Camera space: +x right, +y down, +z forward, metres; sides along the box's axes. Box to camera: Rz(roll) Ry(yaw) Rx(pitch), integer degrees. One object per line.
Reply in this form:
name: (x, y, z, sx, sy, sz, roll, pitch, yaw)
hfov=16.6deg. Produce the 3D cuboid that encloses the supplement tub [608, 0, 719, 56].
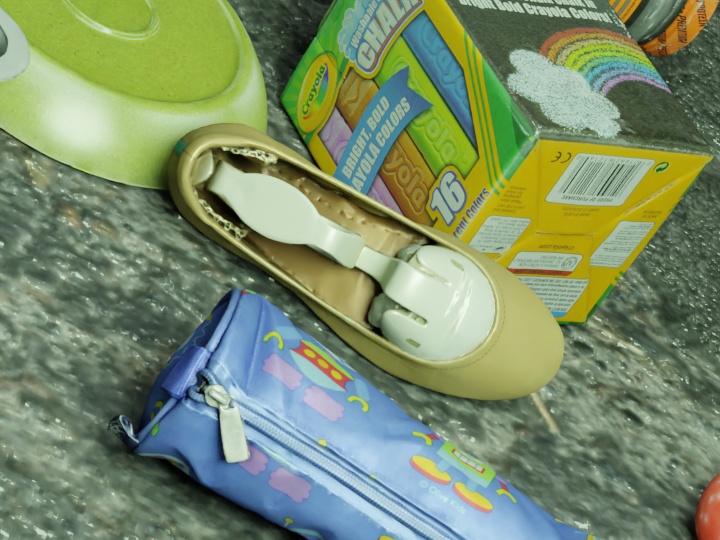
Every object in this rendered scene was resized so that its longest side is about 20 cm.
supplement tub: (0.105, -0.199, 1.400, 0.199, 0.123, 0.123, 19, 36, -25)

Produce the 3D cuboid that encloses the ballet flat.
ballet flat: (0.000, 0.000, 1.096, 0.199, 0.069, 0.063, 28, -1, 1)

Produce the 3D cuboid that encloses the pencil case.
pencil case: (0.003, 0.088, 0.977, 0.200, 0.078, 0.087, 35, 3, -1)

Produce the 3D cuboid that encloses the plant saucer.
plant saucer: (-0.126, -0.119, 1.171, 0.199, 0.031, 0.200, 24, 35, -18)

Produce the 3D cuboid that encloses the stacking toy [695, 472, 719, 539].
stacking toy: (0.243, 0.152, 1.132, 0.199, 0.086, 0.085, 28, 32, 1)

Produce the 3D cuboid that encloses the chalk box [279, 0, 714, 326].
chalk box: (0.053, -0.087, 1.210, 0.124, 0.124, 0.200, 4, 43, -39)

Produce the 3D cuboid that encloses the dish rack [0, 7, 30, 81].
dish rack: (-0.255, -0.124, 1.046, 0.200, 0.044, 0.171, 45, 34, 15)
